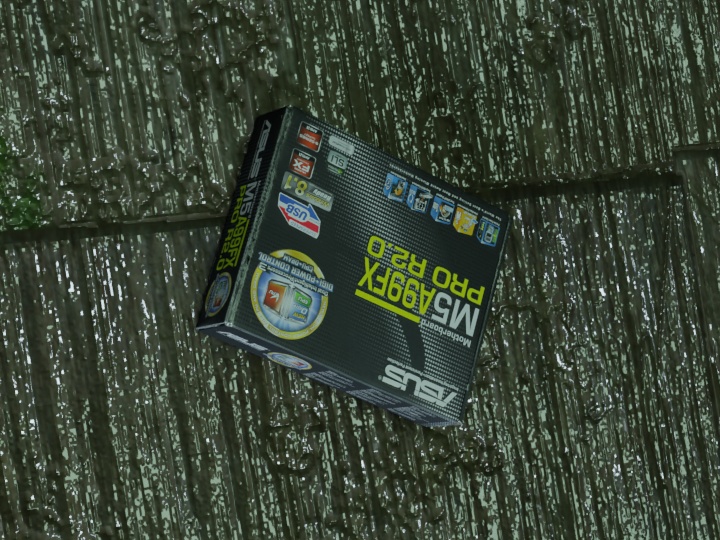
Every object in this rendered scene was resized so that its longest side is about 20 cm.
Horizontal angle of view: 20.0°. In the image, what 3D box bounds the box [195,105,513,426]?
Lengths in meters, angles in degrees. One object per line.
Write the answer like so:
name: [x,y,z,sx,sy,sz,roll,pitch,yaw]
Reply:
box: [0.000,0.000,1.399,0.200,0.044,0.160,25,70,-28]
